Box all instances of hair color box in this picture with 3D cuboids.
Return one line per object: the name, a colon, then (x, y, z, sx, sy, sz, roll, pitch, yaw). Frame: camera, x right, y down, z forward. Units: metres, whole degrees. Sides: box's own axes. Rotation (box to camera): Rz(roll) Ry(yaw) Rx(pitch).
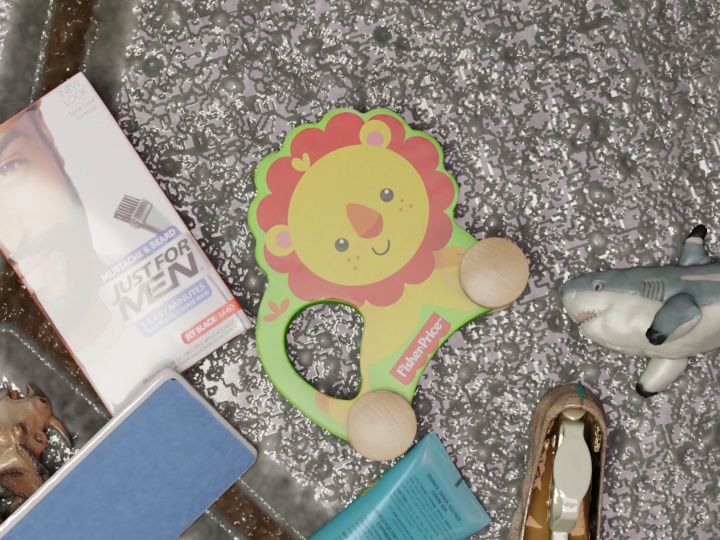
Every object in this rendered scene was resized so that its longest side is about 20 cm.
hair color box: (-0.171, -0.016, 1.243, 0.111, 0.064, 0.200, -34, 91, -4)

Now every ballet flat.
ballet flat: (0.131, 0.175, 1.264, 0.068, 0.067, 0.200, 3, 89, -5)

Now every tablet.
tablet: (-0.166, 0.159, 1.223, 0.200, 0.130, 0.014, -44, 50, -5)

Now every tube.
tube: (-0.010, 0.197, 1.263, 0.200, 0.050, 0.077, -36, 110, -8)

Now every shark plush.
shark plush: (0.239, 0.001, 1.280, 0.200, 0.091, 0.083, -30, 61, 0)

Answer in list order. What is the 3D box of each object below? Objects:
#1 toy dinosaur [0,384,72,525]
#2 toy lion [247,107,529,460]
toy dinosaur: (-0.257, 0.180, 1.227, 0.135, 0.086, 0.200, 6, 105, -35)
toy lion: (0.000, 0.000, 1.263, 0.192, 0.069, 0.200, 36, 86, 3)
